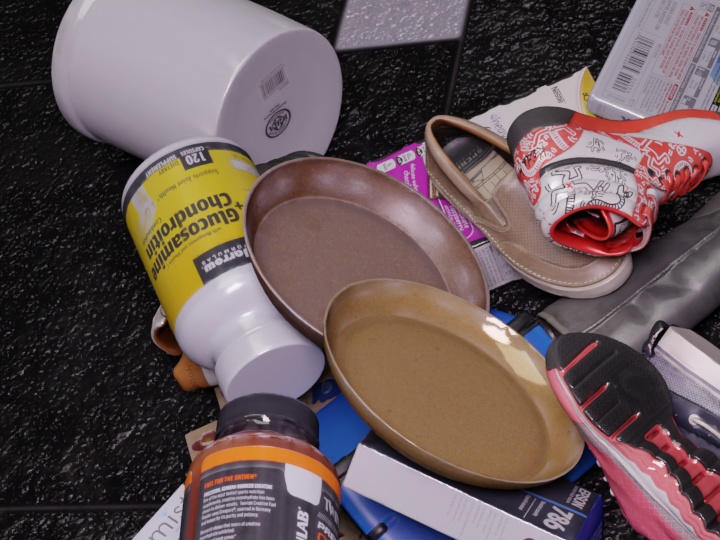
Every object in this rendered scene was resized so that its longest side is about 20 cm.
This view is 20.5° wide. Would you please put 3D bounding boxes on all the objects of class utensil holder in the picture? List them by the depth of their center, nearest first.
[{"bbox_3d":[-0.138,-0.161,1.715,0.199,0.171,0.170,27,64,34],"label":"utensil holder"}]

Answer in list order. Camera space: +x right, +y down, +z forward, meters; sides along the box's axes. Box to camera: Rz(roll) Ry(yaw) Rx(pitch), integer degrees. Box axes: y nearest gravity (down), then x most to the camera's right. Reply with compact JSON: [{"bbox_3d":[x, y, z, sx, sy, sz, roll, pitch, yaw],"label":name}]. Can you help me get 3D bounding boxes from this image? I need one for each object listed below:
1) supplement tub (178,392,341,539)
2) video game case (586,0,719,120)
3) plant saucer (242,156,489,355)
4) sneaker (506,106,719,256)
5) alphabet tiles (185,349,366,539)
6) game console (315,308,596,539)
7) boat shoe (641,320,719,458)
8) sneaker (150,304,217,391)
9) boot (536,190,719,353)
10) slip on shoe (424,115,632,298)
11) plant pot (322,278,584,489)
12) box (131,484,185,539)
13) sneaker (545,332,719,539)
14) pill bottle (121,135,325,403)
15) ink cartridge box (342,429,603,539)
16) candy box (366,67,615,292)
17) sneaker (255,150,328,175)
[{"bbox_3d":[-0.066,0.179,1.292,0.106,0.107,0.201,-10,50,15],"label":"supplement tub"},{"bbox_3d":[0.298,-0.171,1.590,0.181,0.022,0.201,23,60,10],"label":"video game case"},{"bbox_3d":[0.000,0.000,1.466,0.199,0.035,0.201,19,40,-17],"label":"plant saucer"},{"bbox_3d":[0.209,-0.060,1.459,0.200,0.067,0.109,2,52,-22],"label":"sneaker"},{"bbox_3d":[-0.044,0.141,1.518,0.165,0.006,0.201,-24,46,2],"label":"alphabet tiles"},{"bbox_3d":[0.062,0.127,1.470,0.200,0.118,0.171,-38,79,-14],"label":"game console"},{"bbox_3d":[0.261,0.126,1.369,0.200,0.074,0.093,39,104,28],"label":"boat shoe"},{"bbox_3d":[-0.138,0.013,1.624,0.084,0.073,0.201,-22,45,7],"label":"sneaker"},{"bbox_3d":[0.249,0.022,1.453,0.199,0.073,0.182,-31,32,-14],"label":"boot"},{"bbox_3d":[0.121,-0.052,1.498,0.076,0.061,0.200,-39,55,-10],"label":"slip on shoe"},{"bbox_3d":[0.059,0.081,1.355,0.028,0.199,0.201,-59,37,29],"label":"plant pot"},{"bbox_3d":[-0.115,0.279,1.366,0.176,0.097,0.200,29,67,36],"label":"box"},{"bbox_3d":[0.185,0.132,1.336,0.073,0.087,0.200,-27,68,-37],"label":"sneaker"},{"bbox_3d":[-0.100,0.004,1.511,0.111,0.112,0.201,-27,57,-1],"label":"pill bottle"},{"bbox_3d":[0.094,0.156,1.339,0.199,0.039,0.099,25,19,9],"label":"ink cartridge box"},{"bbox_3d":[0.119,-0.064,1.589,0.199,0.061,0.137,-23,46,1],"label":"candy box"},{"bbox_3d":[-0.017,-0.036,1.617,0.199,0.071,0.099,33,39,20],"label":"sneaker"}]
